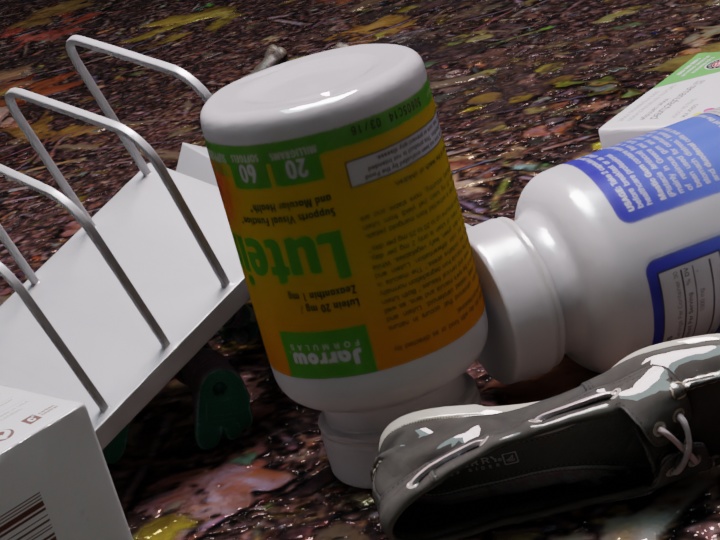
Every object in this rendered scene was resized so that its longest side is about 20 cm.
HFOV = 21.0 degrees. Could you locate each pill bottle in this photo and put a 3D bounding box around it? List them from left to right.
[{"bbox_3d":[0.000,0.000,0.949,0.111,0.200,0.111,-14,18,5],"label":"pill bottle"},{"bbox_3d":[0.150,-0.013,1.011,0.200,0.112,0.112,-20,19,-15],"label":"pill bottle"}]

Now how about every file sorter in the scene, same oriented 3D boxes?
[{"bbox_3d":[-0.157,-0.011,1.005,0.139,0.125,0.200,21,59,44],"label":"file sorter"}]

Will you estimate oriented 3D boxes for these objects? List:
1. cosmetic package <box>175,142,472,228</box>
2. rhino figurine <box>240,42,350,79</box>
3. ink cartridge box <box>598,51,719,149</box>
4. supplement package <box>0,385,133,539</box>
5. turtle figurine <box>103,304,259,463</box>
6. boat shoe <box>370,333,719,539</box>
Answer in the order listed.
[{"bbox_3d":[-0.017,-0.025,1.171,0.150,0.052,0.200,9,9,-24],"label":"cosmetic package"},{"bbox_3d":[-0.034,-0.143,1.615,0.200,0.060,0.088,2,44,40],"label":"rhino figurine"},{"bbox_3d":[0.266,-0.075,1.145,0.200,0.084,0.145,0,23,37],"label":"ink cartridge box"},{"bbox_3d":[-0.208,0.123,0.884,0.117,0.117,0.200,-32,24,-36],"label":"supplement package"},{"bbox_3d":[-0.133,0.038,1.118,0.149,0.101,0.200,-23,27,-6],"label":"turtle figurine"},{"bbox_3d":[0.100,0.082,0.861,0.200,0.067,0.057,-15,33,15],"label":"boat shoe"}]
